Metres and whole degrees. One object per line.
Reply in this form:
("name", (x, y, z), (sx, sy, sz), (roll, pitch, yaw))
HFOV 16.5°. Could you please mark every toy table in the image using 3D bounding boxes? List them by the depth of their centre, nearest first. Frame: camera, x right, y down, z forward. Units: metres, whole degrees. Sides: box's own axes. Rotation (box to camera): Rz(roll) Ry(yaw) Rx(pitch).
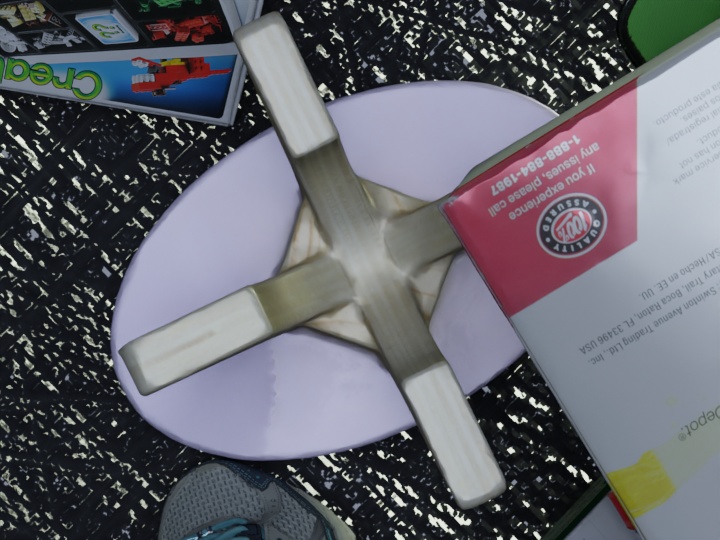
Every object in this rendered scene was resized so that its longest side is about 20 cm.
("toy table", (0.000, 0.000, 0.910), (0.200, 0.117, 0.184), (-37, 89, -2))

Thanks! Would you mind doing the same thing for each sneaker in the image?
("sneaker", (-0.041, 0.120, 0.871), (0.077, 0.200, 0.086), (-35, 124, 7))

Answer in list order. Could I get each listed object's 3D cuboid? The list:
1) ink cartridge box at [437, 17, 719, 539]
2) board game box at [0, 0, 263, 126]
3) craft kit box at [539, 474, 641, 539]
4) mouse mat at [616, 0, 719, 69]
("ink cartridge box", (0.139, 0.022, 0.804), (0.145, 0.083, 0.201), (-31, 93, 10))
("board game box", (-0.130, -0.130, 0.906), (0.199, 0.035, 0.127), (9, 116, -14))
("craft kit box", (0.164, 0.138, 0.895), (0.198, 0.048, 0.200), (49, 58, -2))
("mouse mat", (0.190, -0.119, 0.909), (0.200, 0.161, 0.008), (-46, 46, -1))
